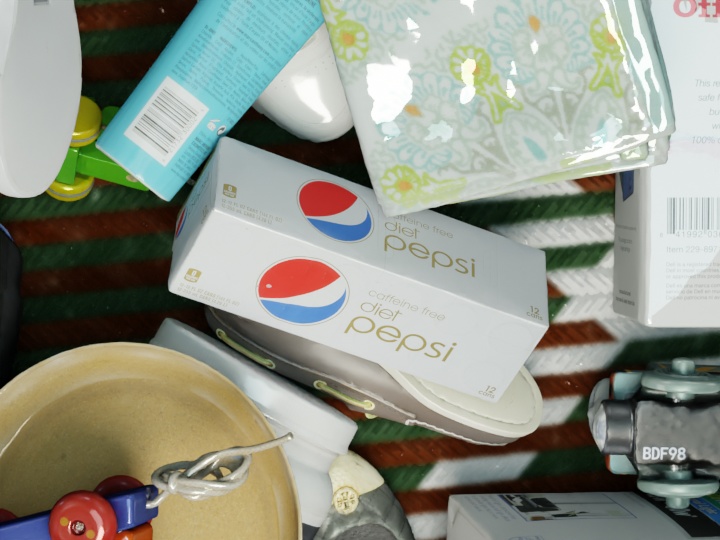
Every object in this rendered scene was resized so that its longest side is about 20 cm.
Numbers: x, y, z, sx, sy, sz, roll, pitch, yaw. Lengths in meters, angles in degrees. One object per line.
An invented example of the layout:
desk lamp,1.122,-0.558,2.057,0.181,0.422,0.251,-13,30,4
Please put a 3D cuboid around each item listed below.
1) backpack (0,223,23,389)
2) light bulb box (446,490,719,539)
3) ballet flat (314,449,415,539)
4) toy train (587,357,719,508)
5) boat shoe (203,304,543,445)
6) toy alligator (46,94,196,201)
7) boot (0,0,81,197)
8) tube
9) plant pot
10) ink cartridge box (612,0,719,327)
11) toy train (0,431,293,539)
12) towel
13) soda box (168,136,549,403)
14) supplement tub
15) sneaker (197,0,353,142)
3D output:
backpack,-0.275,0.052,1.366,0.146,0.183,0.201,15,83,15
light bulb box,0.153,0.230,1.423,0.199,0.125,0.199,0,100,-12
ballet flat,0.011,0.198,1.461,0.066,0.057,0.201,-14,94,-5
toy train,0.225,0.088,1.450,0.199,0.114,0.086,0,94,-5
boat shoe,0.007,0.049,1.453,0.199,0.060,0.072,26,45,-9
toy alligator,-0.153,-0.076,1.437,0.199,0.059,0.054,9,51,-6
boot,-0.209,-0.140,1.381,0.095,0.073,0.201,1,91,32
tube,-0.062,-0.130,1.381,0.077,0.050,0.200,39,90,-31
plant pot,-0.124,0.138,1.324,0.199,0.027,0.201,-2,81,12
ink cartridge box,0.222,-0.071,1.457,0.145,0.088,0.201,-1,94,-6
toy train,-0.114,0.161,1.268,0.199,0.085,0.116,-15,89,11
towel,0.064,-0.136,1.338,0.170,0.048,0.201,-12,102,17
soda box,0.000,0.000,1.395,0.199,0.064,0.068,19,131,-16
supplement tub,-0.102,0.142,1.405,0.140,0.140,0.201,29,89,-6
sneaker,-0.059,-0.162,1.428,0.076,0.080,0.201,-28,96,-6
